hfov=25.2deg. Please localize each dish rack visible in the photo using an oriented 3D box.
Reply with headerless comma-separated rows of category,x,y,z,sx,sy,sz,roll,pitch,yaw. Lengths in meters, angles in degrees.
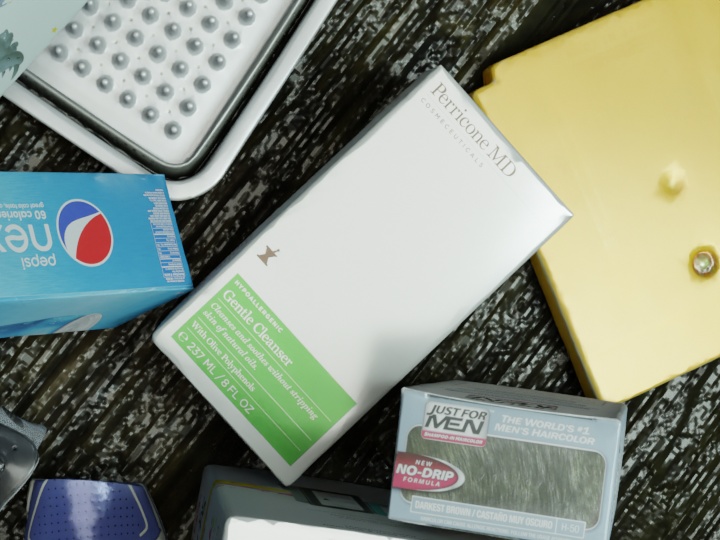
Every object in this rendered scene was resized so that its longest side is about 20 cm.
dish rack,-0.106,-0.155,0.851,0.171,0.044,0.201,34,84,-9

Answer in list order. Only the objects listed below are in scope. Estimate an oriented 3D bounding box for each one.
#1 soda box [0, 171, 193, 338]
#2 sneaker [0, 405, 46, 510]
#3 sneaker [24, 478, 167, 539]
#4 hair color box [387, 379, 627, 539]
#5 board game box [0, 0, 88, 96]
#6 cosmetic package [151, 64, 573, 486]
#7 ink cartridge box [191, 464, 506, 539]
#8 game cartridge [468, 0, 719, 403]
soda box,-0.176,-0.006,0.756,0.199,0.068,0.065,-2,73,-50
sneaker,-0.213,0.055,0.817,0.113,0.075,0.202,8,94,-10
sneaker,-0.129,0.206,0.807,0.080,0.115,0.202,0,90,-11
hair color box,0.078,0.091,0.791,0.098,0.200,0.061,7,88,11
board game box,-0.237,-0.127,0.780,0.147,0.064,0.200,38,86,28
cosmetic package,0.000,0.000,0.835,0.200,0.085,0.108,-44,94,2
ink cartridge box,-0.014,0.186,0.784,0.144,0.200,0.148,10,88,-8
game cartridge,0.170,-0.048,0.907,0.175,0.032,0.202,-23,91,-9
